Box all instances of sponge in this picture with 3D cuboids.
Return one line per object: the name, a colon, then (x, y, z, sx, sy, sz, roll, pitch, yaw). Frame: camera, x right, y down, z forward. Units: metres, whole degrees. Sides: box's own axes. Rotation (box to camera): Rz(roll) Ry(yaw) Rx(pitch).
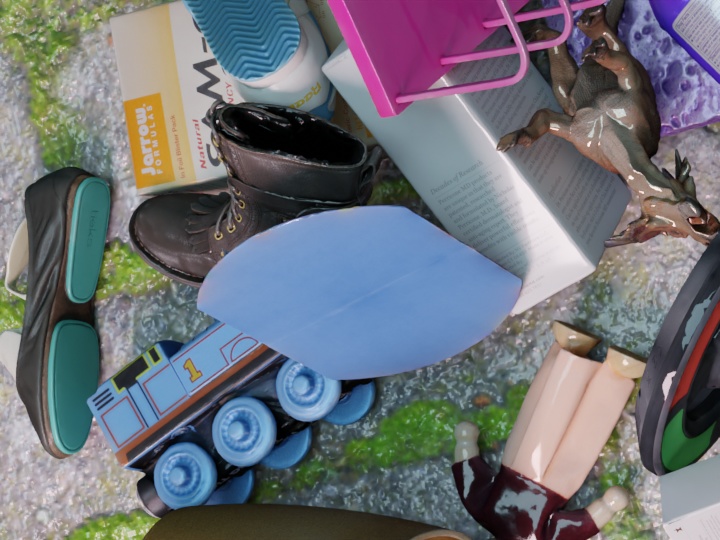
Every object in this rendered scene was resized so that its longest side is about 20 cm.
sponge: (0.223, -0.151, 1.684, 0.199, 0.030, 0.112, -16, 84, 19)

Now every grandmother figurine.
grandmother figurine: (0.110, 0.134, 1.707, 0.121, 0.061, 0.201, 26, 95, 27)

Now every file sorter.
file sorter: (0.084, -0.203, 1.539, 0.125, 0.200, 0.139, -4, 119, 45)

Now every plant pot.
plant pot: (-0.047, 0.224, 1.673, 0.199, 0.186, 0.187, 17, 95, 36)

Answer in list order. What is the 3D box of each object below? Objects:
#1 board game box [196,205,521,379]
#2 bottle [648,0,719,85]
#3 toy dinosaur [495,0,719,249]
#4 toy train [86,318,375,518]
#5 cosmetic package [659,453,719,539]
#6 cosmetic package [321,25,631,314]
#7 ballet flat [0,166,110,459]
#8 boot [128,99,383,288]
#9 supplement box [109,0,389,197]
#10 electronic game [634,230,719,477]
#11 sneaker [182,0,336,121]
board game box: (0.000, 0.000, 1.627, 0.158, 0.200, 0.039, -27, 53, 30)
bottle: (0.223, -0.169, 1.634, 0.200, 0.065, 0.084, 46, 102, 15)
toy dinosaur: (0.160, -0.089, 1.634, 0.086, 0.200, 0.135, -33, 119, 28)
toy train: (-0.081, 0.080, 1.763, 0.200, 0.087, 0.114, -37, 72, 16)
cosmetic package: (0.258, 0.192, 1.598, 0.082, 0.051, 0.200, -23, 121, 16)
cosmetic package: (0.075, -0.085, 1.654, 0.071, 0.101, 0.200, -30, 104, 32)
ballet flat: (-0.213, 0.029, 1.824, 0.068, 0.068, 0.201, 0, 79, 29)
boot: (-0.068, -0.053, 1.661, 0.199, 0.174, 0.069, 9, 62, 17)
supplement box: (-0.056, -0.126, 1.760, 0.199, 0.073, 0.127, -12, 84, 19)
electronic game: (0.224, 0.034, 1.589, 0.042, 0.200, 0.201, 30, 99, 21)
sneaker: (-0.069, -0.163, 1.682, 0.076, 0.081, 0.200, -26, 45, 8)
